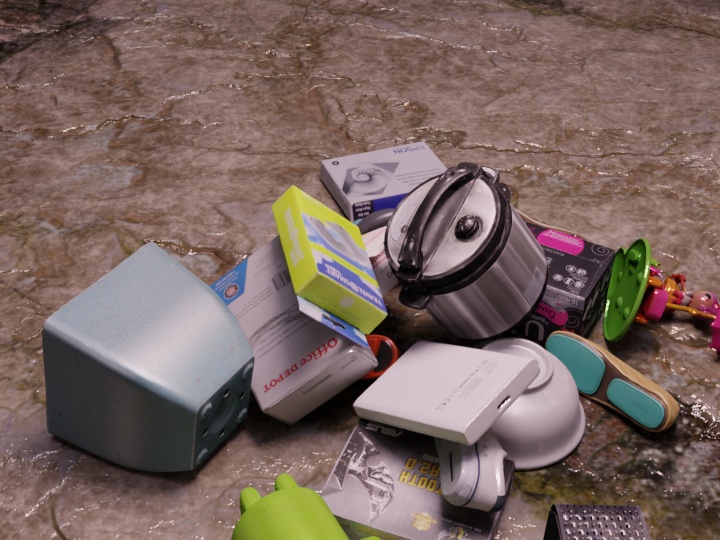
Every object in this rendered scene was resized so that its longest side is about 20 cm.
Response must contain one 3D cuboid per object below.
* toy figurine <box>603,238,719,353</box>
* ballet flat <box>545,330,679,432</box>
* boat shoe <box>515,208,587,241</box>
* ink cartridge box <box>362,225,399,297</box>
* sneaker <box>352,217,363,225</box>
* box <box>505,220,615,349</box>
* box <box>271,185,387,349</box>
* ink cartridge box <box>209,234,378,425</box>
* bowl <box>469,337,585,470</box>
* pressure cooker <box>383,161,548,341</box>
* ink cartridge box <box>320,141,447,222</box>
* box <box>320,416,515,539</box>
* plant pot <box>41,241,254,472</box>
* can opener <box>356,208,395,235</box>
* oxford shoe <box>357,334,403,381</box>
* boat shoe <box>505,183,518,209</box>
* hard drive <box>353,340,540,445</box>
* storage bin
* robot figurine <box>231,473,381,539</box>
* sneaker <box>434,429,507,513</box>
[{"bbox_3d":[0.452,0.048,1.525,0.183,0.151,0.200,18,13,-2],"label":"toy figurine"},{"bbox_3d":[0.331,0.146,1.424,0.200,0.069,0.063,39,27,32],"label":"ballet flat"},{"bbox_3d":[0.245,-0.051,1.646,0.201,0.075,0.075,22,6,2],"label":"boat shoe"},{"bbox_3d":[0.000,0.000,1.488,0.199,0.068,0.116,-19,17,46],"label":"ink cartridge box"},{"bbox_3d":[0.068,-0.017,1.610,0.198,0.080,0.096,3,47,13],"label":"sneaker"},{"bbox_3d":[0.238,0.020,1.526,0.199,0.115,0.132,19,42,24],"label":"box"},{"bbox_3d":[-0.038,-0.007,1.328,0.122,0.048,0.201,31,26,-35],"label":"box"},{"bbox_3d":[-0.088,0.071,1.377,0.144,0.084,0.201,-35,59,10],"label":"ink cartridge box"},{"bbox_3d":[0.192,0.150,1.376,0.199,0.091,0.202,1,38,-1],"label":"bowl"},{"bbox_3d":[0.128,-0.028,1.361,0.178,0.200,0.177,-25,48,18],"label":"pressure cooker"},{"bbox_3d":[0.057,-0.134,1.774,0.198,0.041,0.200,-13,40,-19],"label":"ink cartridge box"},{"bbox_3d":[0.064,0.263,1.255,0.199,0.049,0.159,15,39,15],"label":"box"},{"bbox_3d":[-0.240,0.126,1.309,0.199,0.197,0.196,28,43,17],"label":"plant pot"},{"bbox_3d":[0.087,-0.068,1.536,0.199,0.067,0.054,-19,43,18],"label":"can opener"},{"bbox_3d":[-0.039,0.122,1.432,0.198,0.073,0.072,2,77,18],"label":"oxford shoe"},{"bbox_3d":[0.161,-0.077,1.701,0.200,0.063,0.073,-23,40,-22],"label":"boat shoe"},{"bbox_3d":[0.097,0.139,1.267,0.132,0.027,0.199,-41,26,-28],"label":"hard drive"},{"bbox_3d":[0.242,0.347,1.084,0.093,0.136,0.201,2,38,-1],"label":"storage bin"},{"bbox_3d":[-0.062,0.310,1.131,0.174,0.116,0.200,-17,42,-22],"label":"robot figurine"},{"bbox_3d":[0.131,0.206,1.251,0.070,0.073,0.201,29,32,-13],"label":"sneaker"}]
